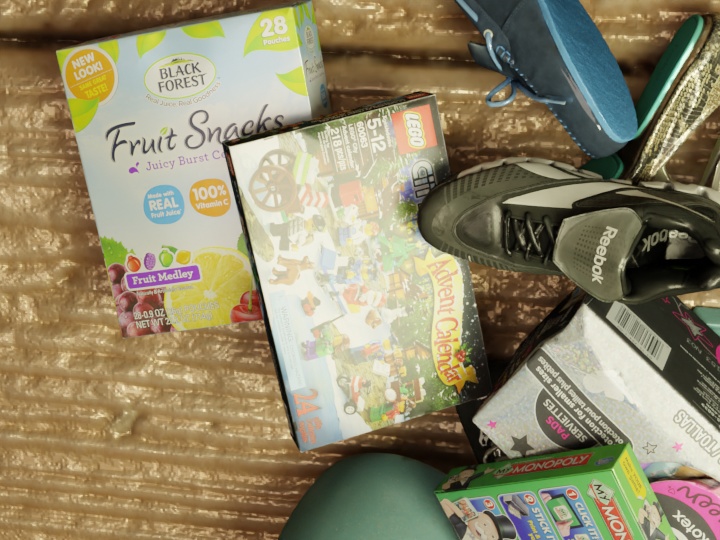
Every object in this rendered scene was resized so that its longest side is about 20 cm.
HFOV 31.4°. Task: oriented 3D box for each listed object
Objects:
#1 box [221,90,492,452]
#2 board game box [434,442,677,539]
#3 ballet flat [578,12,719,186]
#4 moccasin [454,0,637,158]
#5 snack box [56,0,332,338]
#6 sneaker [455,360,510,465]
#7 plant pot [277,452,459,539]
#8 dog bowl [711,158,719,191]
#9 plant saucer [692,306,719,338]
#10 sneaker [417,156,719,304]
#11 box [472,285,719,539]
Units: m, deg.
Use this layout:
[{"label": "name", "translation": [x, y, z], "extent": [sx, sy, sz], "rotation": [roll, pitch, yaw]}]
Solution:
[{"label": "box", "translation": [0.000, 0.000, 0.820], "extent": [0.135, 0.038, 0.203], "rotation": [-15, 104, -10]}, {"label": "board game box", "translation": [0.144, 0.203, 0.780], "extent": [0.133, 0.029, 0.202], "rotation": [-16, 108, 41]}, {"label": "ballet flat", "translation": [0.183, -0.066, 0.813], "extent": [0.075, 0.068, 0.201], "rotation": [34, 107, -12]}, {"label": "moccasin", "translation": [0.100, -0.151, 0.798], "extent": [0.068, 0.080, 0.202], "rotation": [-37, 73, 32]}, {"label": "snack box", "translation": [-0.099, -0.067, 0.866], "extent": [0.166, 0.068, 0.203], "rotation": [-8, 103, 12]}, {"label": "sneaker", "translation": [0.126, 0.156, 0.875], "extent": [0.074, 0.089, 0.201], "rotation": [-30, 97, 19]}, {"label": "plant pot", "translation": [0.006, 0.246, 0.863], "extent": [0.198, 0.134, 0.203], "rotation": [17, 123, 28]}, {"label": "dog bowl", "translation": [0.315, -0.041, 0.793], "extent": [0.197, 0.059, 0.203], "rotation": [3, 107, 11]}, {"label": "plant saucer", "translation": [0.255, 0.126, 0.875], "extent": [0.069, 0.019, 0.203], "rotation": [3, 107, 11]}, {"label": "sneaker", "translation": [0.129, -0.022, 0.748], "extent": [0.197, 0.091, 0.067], "rotation": [6, 110, 6]}, {"label": "box", "translation": [0.187, 0.107, 0.807], "extent": [0.200, 0.132, 0.115], "rotation": [43, 117, 4]}]
